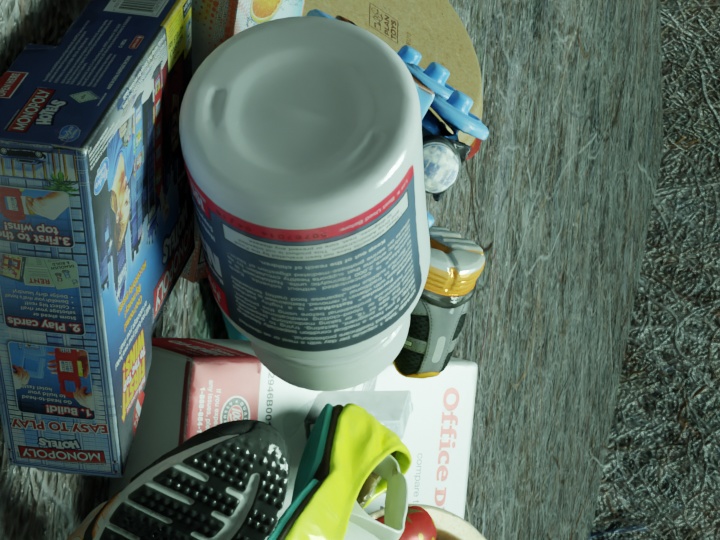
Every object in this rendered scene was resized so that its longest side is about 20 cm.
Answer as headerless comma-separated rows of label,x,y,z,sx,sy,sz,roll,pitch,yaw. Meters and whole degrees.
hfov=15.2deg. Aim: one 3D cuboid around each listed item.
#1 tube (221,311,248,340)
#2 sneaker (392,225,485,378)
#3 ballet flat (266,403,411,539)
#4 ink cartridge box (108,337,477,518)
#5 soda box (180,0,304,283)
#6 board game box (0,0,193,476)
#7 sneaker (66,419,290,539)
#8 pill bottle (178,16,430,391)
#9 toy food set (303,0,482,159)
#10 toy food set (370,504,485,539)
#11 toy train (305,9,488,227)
tube,-0.072,0.002,1.688,0.200,0.050,0.078,85,10,-55
sneaker,0.000,0.000,1.555,0.200,0.078,0.078,-145,-121,-60
ballet flat,-0.013,0.133,1.411,0.067,0.067,0.200,-60,-179,28
ink cartridge box,-0.038,0.116,1.544,0.199,0.084,0.145,2,95,-35
soda box,-0.080,-0.098,1.423,0.063,0.068,0.201,-30,141,-47
board game box,-0.133,-0.014,1.317,0.200,0.061,0.201,-67,162,-61
sneaker,-0.108,0.131,1.369,0.200,0.074,0.080,-42,-157,29
pill bottle,-0.024,-0.025,1.377,0.200,0.119,0.120,83,17,-57
toy food set,0.002,-0.142,1.712,0.197,0.049,0.201,18,44,-37
toy food set,0.030,0.232,1.499,0.198,0.049,0.200,-51,122,-31
toy train,-0.004,-0.095,1.529,0.087,0.114,0.200,-57,-157,8
